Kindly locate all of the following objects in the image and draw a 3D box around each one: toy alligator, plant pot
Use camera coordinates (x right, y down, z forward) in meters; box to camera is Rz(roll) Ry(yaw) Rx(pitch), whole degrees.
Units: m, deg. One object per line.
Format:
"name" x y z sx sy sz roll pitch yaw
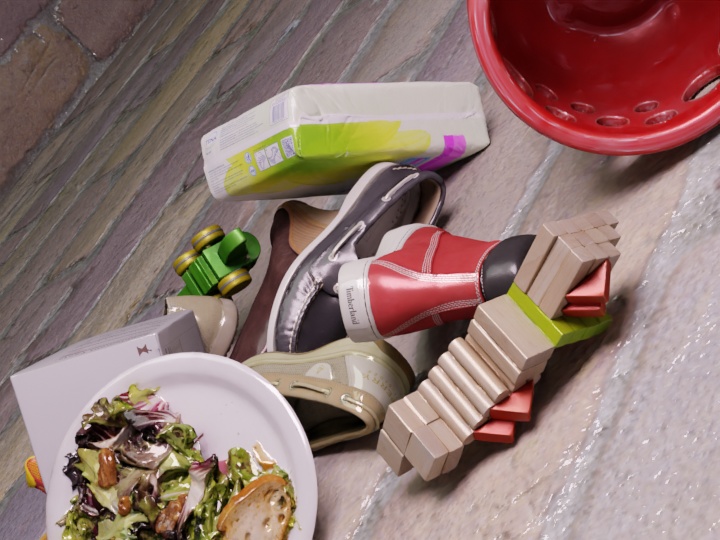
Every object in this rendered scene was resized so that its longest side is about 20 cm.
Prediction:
"toy alligator" -0.137 0.012 1.391 0.054 0.059 0.200 -22 -17 -41
"plant pot" 0.173 -0.194 1.034 0.200 0.200 0.183 -40 11 17

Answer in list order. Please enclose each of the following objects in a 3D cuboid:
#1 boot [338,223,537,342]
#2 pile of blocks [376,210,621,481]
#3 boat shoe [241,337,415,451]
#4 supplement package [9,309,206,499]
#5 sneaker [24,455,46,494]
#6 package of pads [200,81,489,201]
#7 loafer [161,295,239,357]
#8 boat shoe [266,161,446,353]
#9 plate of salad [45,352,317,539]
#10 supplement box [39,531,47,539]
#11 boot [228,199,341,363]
"boot" 0.081 0.002 1.027 0.144 0.073 0.200 -9 7 16
"pile of blocks" 0.095 0.057 0.905 0.200 0.082 0.062 -50 59 16
"boat shoe" -0.047 0.101 1.083 0.200 0.073 0.063 -17 29 43
"supplement package" -0.173 0.103 1.150 0.109 0.114 0.200 -17 2 2
"sneaker" -0.232 0.115 1.352 0.200 0.077 0.073 -62 -18 -48
"package of pads" -0.016 -0.108 1.293 0.200 0.068 0.154 -5 -8 -36
"loafer" -0.172 0.105 1.290 0.200 0.068 0.076 -64 15 2
"boat shoe" 0.000 0.000 1.193 0.060 0.074 0.200 8 55 48
"plate of salad" -0.124 0.150 0.998 0.200 0.200 0.048 -44 -24 7
"supplement box" -0.171 0.206 1.137 0.200 0.067 0.069 -16 34 56
"boot" -0.075 0.024 1.304 0.167 0.072 0.200 -55 13 -11
